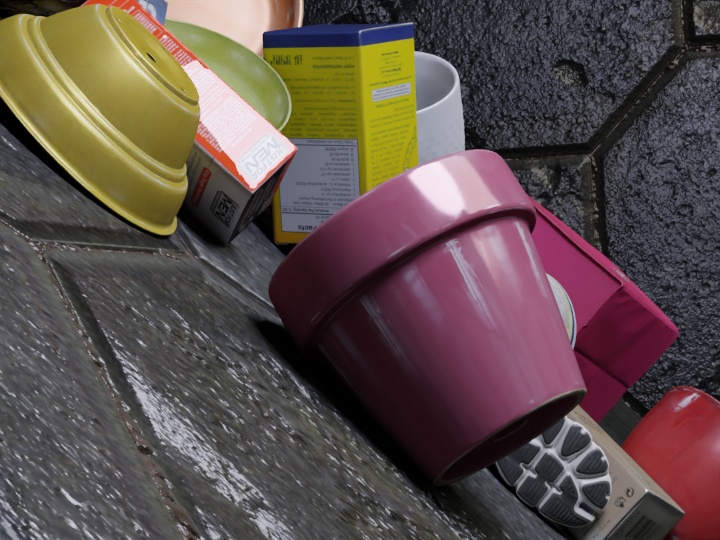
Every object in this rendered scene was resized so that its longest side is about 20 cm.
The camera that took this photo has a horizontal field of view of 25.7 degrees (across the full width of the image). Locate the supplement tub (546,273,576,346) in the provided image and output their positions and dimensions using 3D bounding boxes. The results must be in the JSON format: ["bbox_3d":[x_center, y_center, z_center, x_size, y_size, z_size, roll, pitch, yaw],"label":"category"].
[{"bbox_3d":[0.134,0.047,1.646,0.145,0.145,0.200,45,7,26],"label":"supplement tub"}]

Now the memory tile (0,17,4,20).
[{"bbox_3d":[-0.274,-0.167,1.191,0.153,0.017,0.200,34,10,-50],"label":"memory tile"}]

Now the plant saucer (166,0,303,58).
[{"bbox_3d":[-0.154,-0.255,1.508,0.200,0.200,0.037,41,-20,-4],"label":"plant saucer"}]

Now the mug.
[{"bbox_3d":[0.041,-0.103,1.624,0.200,0.146,0.176,-104,-175,-56],"label":"mug"}]

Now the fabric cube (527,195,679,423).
[{"bbox_3d":[0.237,0.059,1.957,0.196,0.200,0.199,47,9,36],"label":"fabric cube"}]

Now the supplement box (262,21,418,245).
[{"bbox_3d":[-0.016,-0.129,1.487,0.108,0.202,0.109,4,13,29],"label":"supplement box"}]

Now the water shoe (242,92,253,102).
[{"bbox_3d":[-0.088,-0.122,1.524,0.079,0.071,0.200,47,9,8],"label":"water shoe"}]

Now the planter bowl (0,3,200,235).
[{"bbox_3d":[-0.173,-0.127,1.119,0.201,0.083,0.201,47,10,-10],"label":"planter bowl"}]

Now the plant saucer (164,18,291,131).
[{"bbox_3d":[-0.160,-0.157,1.390,0.198,0.031,0.201,13,36,-10],"label":"plant saucer"}]

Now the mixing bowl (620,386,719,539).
[{"bbox_3d":[0.303,0.223,1.496,0.201,0.108,0.201,54,-21,32],"label":"mixing bowl"}]

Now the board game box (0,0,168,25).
[{"bbox_3d":[-0.268,-0.238,1.280,0.135,0.035,0.200,4,-12,30],"label":"board game box"}]

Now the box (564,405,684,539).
[{"bbox_3d":[0.191,0.174,1.438,0.200,0.078,0.095,47,9,37],"label":"box"}]

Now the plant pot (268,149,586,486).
[{"bbox_3d":[0.061,0.043,1.114,0.180,0.199,0.200,59,11,17],"label":"plant pot"}]

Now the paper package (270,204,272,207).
[{"bbox_3d":[-0.067,-0.127,1.805,0.190,0.104,0.200,32,12,-49],"label":"paper package"}]

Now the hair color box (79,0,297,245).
[{"bbox_3d":[-0.151,-0.123,1.254,0.200,0.061,0.102,43,-28,4],"label":"hair color box"}]

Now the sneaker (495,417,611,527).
[{"bbox_3d":[0.135,0.138,1.366,0.200,0.081,0.083,42,0,9],"label":"sneaker"}]
